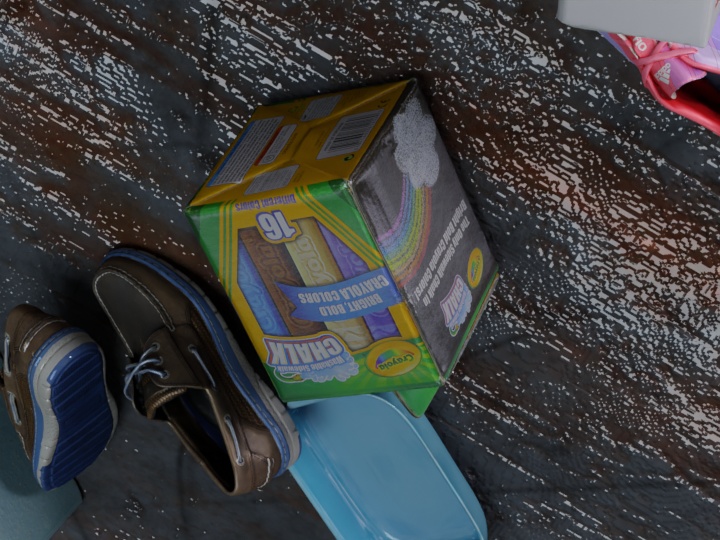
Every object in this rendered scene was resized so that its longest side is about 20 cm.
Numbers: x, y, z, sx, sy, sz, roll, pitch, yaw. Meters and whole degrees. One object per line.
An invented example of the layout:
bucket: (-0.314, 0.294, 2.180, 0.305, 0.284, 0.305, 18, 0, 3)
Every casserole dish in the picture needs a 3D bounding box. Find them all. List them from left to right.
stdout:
casserole dish: (0.018, 0.149, 1.549, 0.121, 0.039, 0.200, -15, 120, 34)

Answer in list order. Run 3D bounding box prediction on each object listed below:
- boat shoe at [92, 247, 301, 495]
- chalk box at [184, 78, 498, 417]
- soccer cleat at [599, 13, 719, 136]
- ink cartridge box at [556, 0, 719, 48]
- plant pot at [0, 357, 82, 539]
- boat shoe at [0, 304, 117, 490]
boat shoe: (-0.126, 0.071, 1.507, 0.200, 0.072, 0.072, 48, 134, 6)
chalk box: (0.000, 0.000, 1.366, 0.123, 0.125, 0.200, -7, 122, 29)
soccer cleat: (0.165, -0.140, 1.214, 0.200, 0.077, 0.067, 36, 133, -6)
ink cartridge box: (0.161, -0.237, 1.088, 0.084, 0.146, 0.200, 12, 131, 14)
plant pot: (-0.373, 0.180, 1.650, 0.196, 0.200, 0.196, -7, 124, 31)
boat shoe: (-0.228, 0.089, 1.589, 0.072, 0.072, 0.200, 44, 150, 20)
